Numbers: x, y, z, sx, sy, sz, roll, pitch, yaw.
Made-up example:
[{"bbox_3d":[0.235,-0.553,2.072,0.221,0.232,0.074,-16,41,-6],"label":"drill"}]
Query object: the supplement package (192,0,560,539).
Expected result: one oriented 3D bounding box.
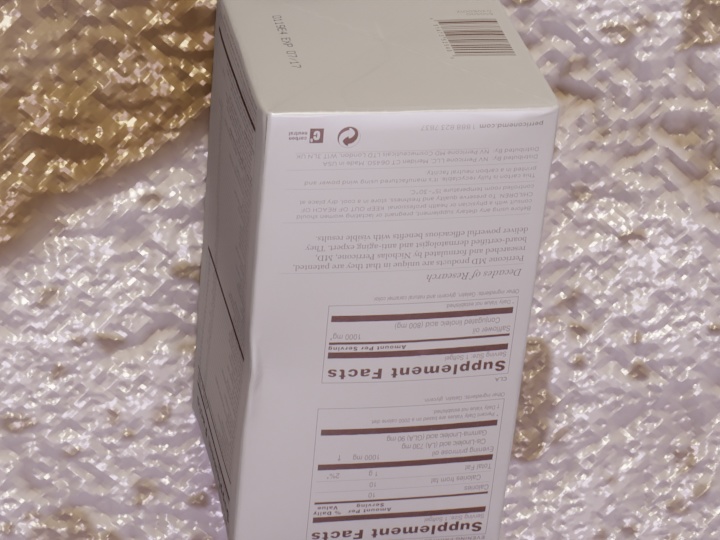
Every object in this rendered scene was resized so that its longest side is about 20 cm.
[{"bbox_3d":[0.000,0.000,0.945,0.109,0.114,0.200,-2,123,-12],"label":"supplement package"}]
